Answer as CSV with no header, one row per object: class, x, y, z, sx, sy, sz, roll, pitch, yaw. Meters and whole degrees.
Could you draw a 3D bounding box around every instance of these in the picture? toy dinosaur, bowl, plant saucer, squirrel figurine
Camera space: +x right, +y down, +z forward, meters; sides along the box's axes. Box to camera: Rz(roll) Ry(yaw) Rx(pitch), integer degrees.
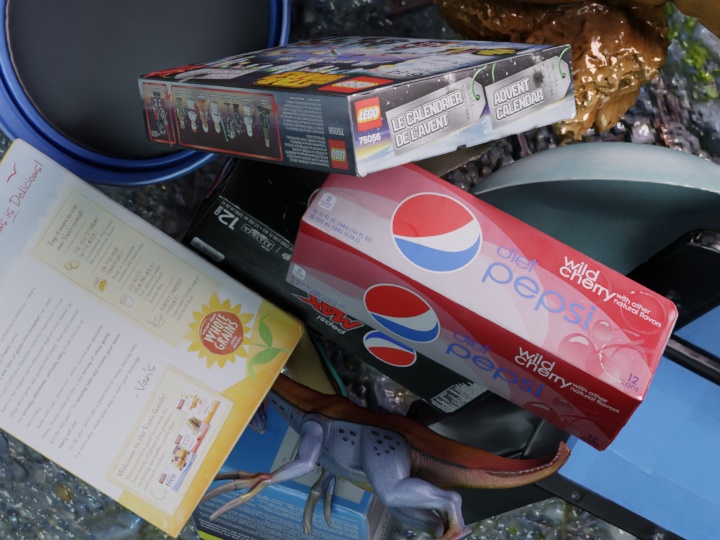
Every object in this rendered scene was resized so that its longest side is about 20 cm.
toy dinosaur,-0.001,0.110,0.921,0.182,0.199,0.105,54,174,21
bowl,-0.137,-0.151,0.878,0.198,0.039,0.203,0,93,8
plant saucer,0.146,-0.036,0.839,0.198,0.039,0.201,5,165,1
squirrel figurine,0.138,-0.162,0.775,0.185,0.142,0.201,23,141,-6

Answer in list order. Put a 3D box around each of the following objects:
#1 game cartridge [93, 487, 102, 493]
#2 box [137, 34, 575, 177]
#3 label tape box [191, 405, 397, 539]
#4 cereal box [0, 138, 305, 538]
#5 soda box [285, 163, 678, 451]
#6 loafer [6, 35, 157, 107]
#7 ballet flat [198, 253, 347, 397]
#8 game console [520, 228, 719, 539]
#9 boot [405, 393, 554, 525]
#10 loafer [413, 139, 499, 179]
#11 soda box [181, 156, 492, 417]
game cartridge,-0.165,0.071,0.971,0.038,0.200,0.131,-19,90,3
box,-0.008,-0.089,0.757,0.199,0.136,0.040,14,116,52
label tape box,-0.048,0.167,1.069,0.142,0.067,0.201,16,153,12
cereal box,-0.151,0.039,0.853,0.199,0.040,0.145,34,87,-4
soda box,0.063,0.012,0.790,0.198,0.070,0.064,27,147,6
loafer,-0.170,-0.127,0.948,0.198,0.069,0.071,12,146,9
ballet flat,-0.061,0.039,0.971,0.063,0.069,0.201,-30,138,-10
game console,0.222,0.091,0.852,0.198,0.117,0.176,27,155,-8
boot,0.141,0.140,0.980,0.198,0.066,0.166,-21,99,25
loafer,0.018,-0.063,0.911,0.199,0.076,0.070,-22,126,42
soda box,0.000,0.000,0.872,0.199,0.071,0.063,34,144,-12
